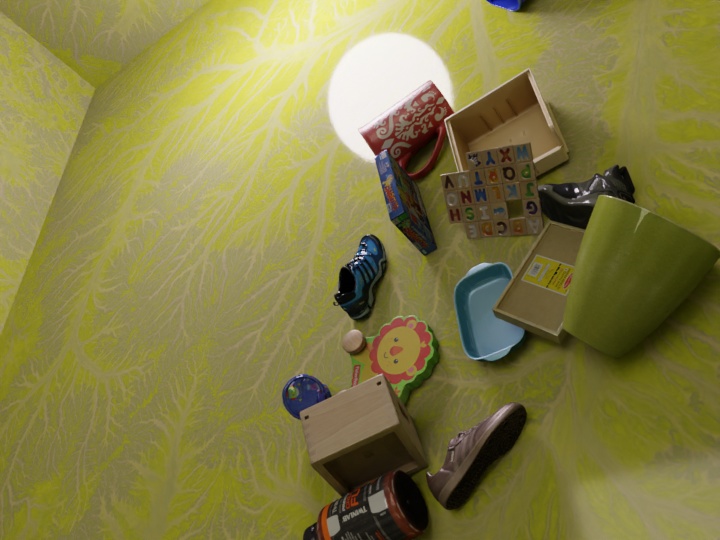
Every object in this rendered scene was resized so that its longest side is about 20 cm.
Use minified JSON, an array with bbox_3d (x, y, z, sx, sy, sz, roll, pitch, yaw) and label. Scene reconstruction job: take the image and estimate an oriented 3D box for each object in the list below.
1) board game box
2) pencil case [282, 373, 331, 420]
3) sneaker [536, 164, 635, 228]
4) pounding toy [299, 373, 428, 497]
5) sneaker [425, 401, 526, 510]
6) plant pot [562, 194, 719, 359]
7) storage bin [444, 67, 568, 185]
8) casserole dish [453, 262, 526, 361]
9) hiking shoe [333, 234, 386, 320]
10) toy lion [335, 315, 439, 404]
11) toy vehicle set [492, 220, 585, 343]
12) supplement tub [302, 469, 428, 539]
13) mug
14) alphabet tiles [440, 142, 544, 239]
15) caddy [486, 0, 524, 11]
[{"bbox_3d":[0.093,-0.143,1.373,0.034,0.135,0.201,-30,43,20],"label":"board game box"},{"bbox_3d":[-0.095,0.238,1.225,0.086,0.200,0.079,10,79,2],"label":"pencil case"},{"bbox_3d":[0.396,-0.130,1.144,0.114,0.077,0.199,-34,21,-15],"label":"sneaker"},{"bbox_3d":[-0.002,0.286,1.122,0.183,0.201,0.143,-25,44,5],"label":"pounding toy"},{"bbox_3d":[0.175,0.276,1.034,0.200,0.070,0.075,-50,39,-1],"label":"sneaker"},{"bbox_3d":[0.390,0.022,0.971,0.187,0.186,0.201,36,101,49],"label":"plant pot"},{"bbox_3d":[0.290,-0.264,1.317,0.199,0.094,0.200,-28,45,24],"label":"storage bin"},{"bbox_3d":[0.231,0.077,1.158,0.120,0.039,0.201,-27,46,25],"label":"casserole dish"},{"bbox_3d":[0.000,0.000,1.386,0.074,0.087,0.202,-12,53,35],"label":"hiking shoe"},{"bbox_3d":[0.054,0.182,1.229,0.190,0.069,0.202,-9,55,28],"label":"toy lion"},{"bbox_3d":[0.324,0.014,1.095,0.124,0.027,0.201,23,70,39],"label":"toy vehicle set"},{"bbox_3d":[0.003,0.410,1.061,0.199,0.107,0.108,-33,43,18],"label":"supplement tub"},{"bbox_3d":[0.123,-0.314,1.512,0.199,0.178,0.133,-37,6,9],"label":"mug"},{"bbox_3d":[0.243,-0.144,1.243,0.199,0.169,0.008,-2,17,41],"label":"alphabet tiles"},{"bbox_3d":[0.331,-0.700,1.573,0.105,0.141,0.200,-42,40,1],"label":"caddy"}]
